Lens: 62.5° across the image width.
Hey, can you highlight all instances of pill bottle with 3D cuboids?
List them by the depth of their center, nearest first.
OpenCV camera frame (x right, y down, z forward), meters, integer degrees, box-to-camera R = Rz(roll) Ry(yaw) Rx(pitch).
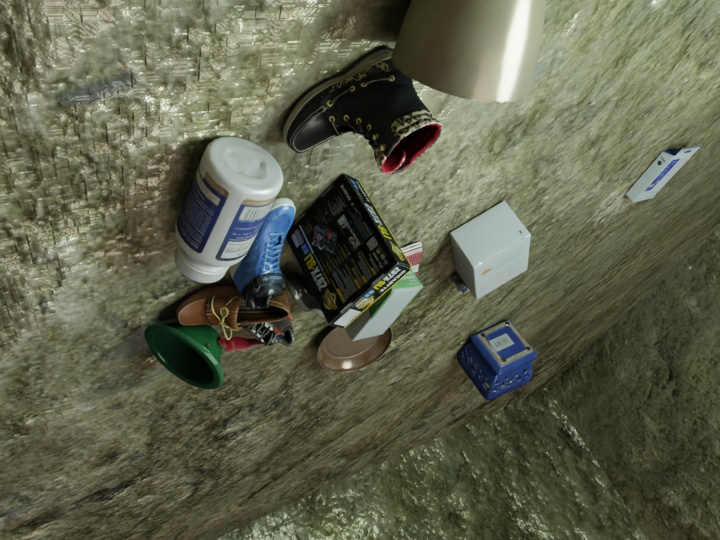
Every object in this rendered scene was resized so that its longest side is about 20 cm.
[{"bbox_3d":[-0.195,-0.077,0.838,0.110,0.112,0.201,-4,143,-41],"label":"pill bottle"}]

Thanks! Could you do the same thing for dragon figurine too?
[{"bbox_3d":[0.326,0.011,1.564,0.198,0.059,0.100,-4,143,-40],"label":"dragon figurine"}]

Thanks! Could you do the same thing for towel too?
[{"bbox_3d":[0.066,0.015,1.354,0.143,0.023,0.201,-20,149,-17],"label":"towel"}]

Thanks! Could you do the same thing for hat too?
[{"bbox_3d":[-0.287,0.112,1.137,0.201,0.164,0.177,92,23,-48],"label":"hat"}]

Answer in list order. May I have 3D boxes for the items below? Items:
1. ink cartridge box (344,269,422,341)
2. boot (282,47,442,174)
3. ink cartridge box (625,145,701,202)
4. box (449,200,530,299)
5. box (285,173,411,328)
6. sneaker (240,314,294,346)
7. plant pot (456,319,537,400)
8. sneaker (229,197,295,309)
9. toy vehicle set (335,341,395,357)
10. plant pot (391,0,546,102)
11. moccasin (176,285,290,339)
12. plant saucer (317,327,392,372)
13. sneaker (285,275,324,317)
[{"bbox_3d":[0.000,0.000,1.068,0.087,0.201,0.146,-7,144,-43],"label":"ink cartridge box"},{"bbox_3d":[0.001,-0.192,0.801,0.199,0.151,0.073,-32,153,3],"label":"boot"},{"bbox_3d":[0.822,-0.272,1.616,0.099,0.039,0.201,-12,149,-31],"label":"ink cartridge box"},{"bbox_3d":[0.306,-0.043,1.402,0.151,0.107,0.200,-30,153,-1],"label":"box"},{"bbox_3d":[-0.027,-0.034,0.982,0.160,0.201,0.049,-43,149,22],"label":"box"},{"bbox_3d":[-0.188,0.105,1.176,0.077,0.082,0.199,-38,149,16],"label":"sneaker"},{"bbox_3d":[0.478,0.298,2.053,0.198,0.201,0.181,-20,144,-20],"label":"plant pot"},{"bbox_3d":[-0.148,-0.017,0.984,0.076,0.112,0.200,0,140,-44],"label":"sneaker"},{"bbox_3d":[0.003,0.215,1.615,0.124,0.027,0.200,-38,152,13],"label":"toy vehicle set"},{"bbox_3d":[0.149,-0.336,0.712,0.186,0.188,0.202,-12,134,-31],"label":"plant pot"},{"bbox_3d":[-0.226,0.074,1.060,0.199,0.078,0.074,0,126,-16],"label":"moccasin"},{"bbox_3d":[-0.017,0.177,1.482,0.198,0.037,0.202,-13,135,-13],"label":"plant saucer"},{"bbox_3d":[-0.077,0.027,1.185,0.106,0.075,0.200,-39,161,6],"label":"sneaker"}]
